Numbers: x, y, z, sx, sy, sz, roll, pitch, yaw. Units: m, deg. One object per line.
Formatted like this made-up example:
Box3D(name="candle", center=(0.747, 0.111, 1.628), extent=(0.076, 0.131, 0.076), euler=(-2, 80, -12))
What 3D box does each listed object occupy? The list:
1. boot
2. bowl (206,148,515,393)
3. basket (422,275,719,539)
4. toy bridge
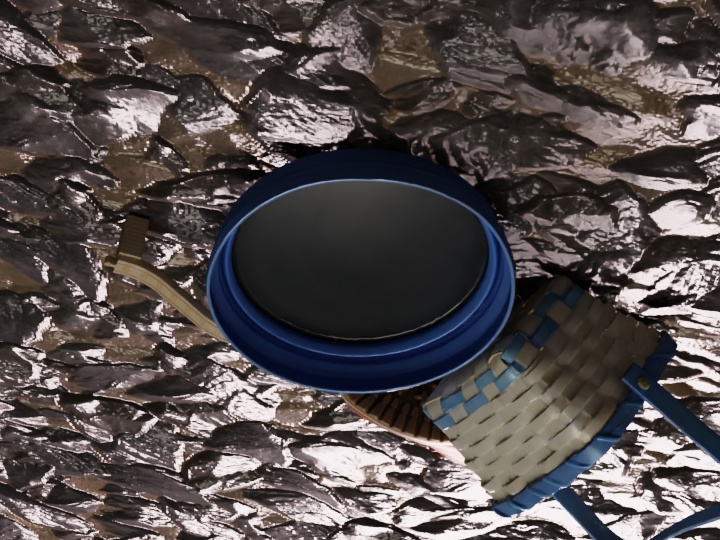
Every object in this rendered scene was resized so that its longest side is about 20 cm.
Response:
Box3D(name="boot", center=(0.060, 0.109, 1.737), extent=(0.200, 0.075, 0.107), euler=(18, 156, -19))
Box3D(name="bowl", center=(0.000, 0.000, 1.523), extent=(0.200, 0.039, 0.201), euler=(-1, 135, -1))
Box3D(name="basket", center=(0.160, 0.109, 1.608), extent=(0.200, 0.139, 0.176), euler=(47, 144, -5))
Box3D(name="toy bridge", center=(-0.078, 0.018, 1.607), extent=(0.200, 0.067, 0.027), euler=(14, 152, -10))
